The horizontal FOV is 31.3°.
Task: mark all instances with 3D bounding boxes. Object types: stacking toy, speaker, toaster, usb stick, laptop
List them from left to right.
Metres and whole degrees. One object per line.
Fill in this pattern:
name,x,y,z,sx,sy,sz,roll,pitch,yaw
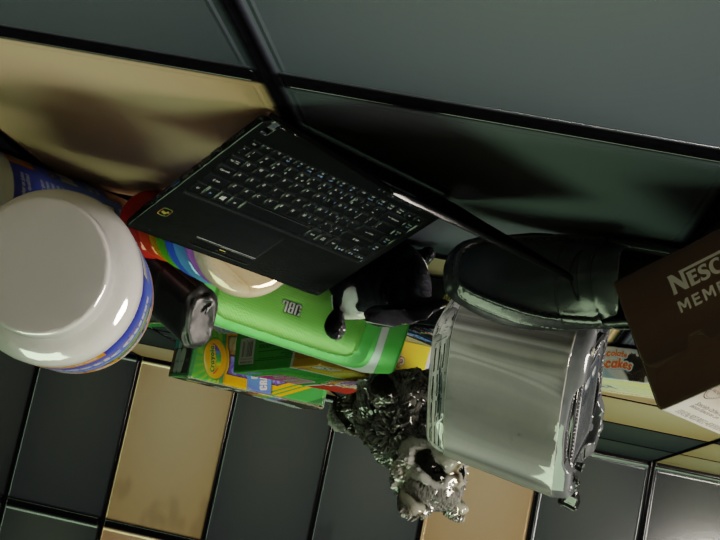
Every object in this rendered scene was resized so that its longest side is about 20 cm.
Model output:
usb stick,-0.178,0.002,1.073,0.032,0.056,0.200,-8,-152,-35
stacking toy,-0.123,-0.029,0.957,0.085,0.086,0.199,18,174,-31
speaker,-0.057,0.025,1.104,0.198,0.089,0.088,18,170,-2
laptop,-0.008,-0.013,0.775,0.199,0.104,0.177,-32,145,30
toaster,0.129,0.091,1.034,0.128,0.201,0.114,15,-145,22

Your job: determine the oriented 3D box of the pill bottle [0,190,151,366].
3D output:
pill bottle,-0.198,0.009,0.849,0.111,0.113,0.200,13,173,-4

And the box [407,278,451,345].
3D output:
box,0.121,0.053,1.206,0.158,0.046,0.200,6,169,35

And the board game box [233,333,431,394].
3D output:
board game box,-0.001,0.093,1.259,0.199,0.041,0.153,14,165,-34

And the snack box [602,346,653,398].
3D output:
snack box,0.313,0.110,1.325,0.199,0.037,0.116,5,168,38

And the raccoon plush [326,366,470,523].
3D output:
raccoon plush,0.039,0.170,1.169,0.096,0.135,0.200,-1,163,-17

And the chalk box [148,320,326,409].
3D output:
chalk box,-0.135,0.069,1.403,0.198,0.125,0.125,16,171,-17

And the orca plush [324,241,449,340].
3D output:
orca plush,0.000,0.000,0.966,0.071,0.105,0.200,53,-173,-12

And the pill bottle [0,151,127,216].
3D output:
pill bottle,-0.278,-0.033,1.010,0.111,0.113,0.199,3,166,43

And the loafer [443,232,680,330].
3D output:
loafer,0.154,0.005,0.835,0.199,0.069,0.070,7,163,1

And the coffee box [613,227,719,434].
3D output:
coffee box,0.243,0.040,0.744,0.113,0.080,0.200,-28,152,24
